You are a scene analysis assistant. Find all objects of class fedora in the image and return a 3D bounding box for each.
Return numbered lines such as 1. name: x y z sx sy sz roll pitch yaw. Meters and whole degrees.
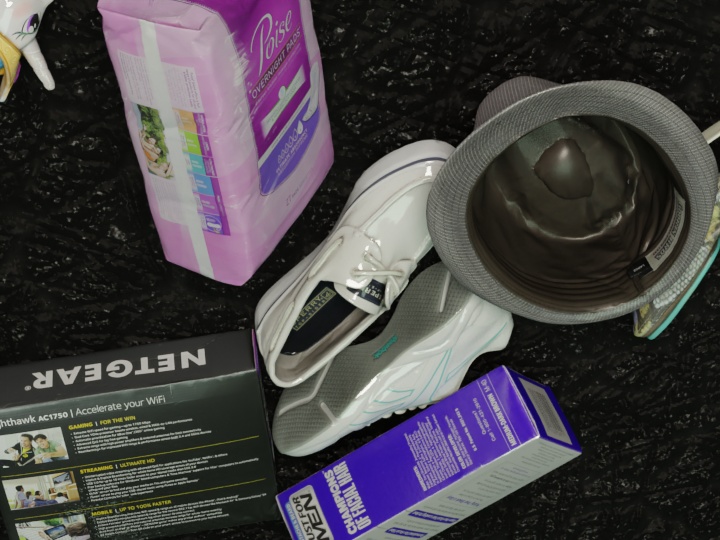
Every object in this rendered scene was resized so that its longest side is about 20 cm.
1. fedora: 0.129 -0.059 0.948 0.177 0.090 0.200 -41 124 21

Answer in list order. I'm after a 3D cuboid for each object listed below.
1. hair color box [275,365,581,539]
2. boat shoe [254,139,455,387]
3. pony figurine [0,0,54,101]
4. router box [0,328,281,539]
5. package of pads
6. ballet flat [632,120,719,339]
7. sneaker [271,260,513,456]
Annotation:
1. hair color box: 0.051 0.149 1.088 0.200 0.065 0.109 -33 156 14
2. boat shoe: 0.000 0.000 0.986 0.072 0.066 0.200 34 115 -31
3. pony figurine: -0.194 -0.201 0.754 0.193 0.167 0.200 27 103 -38
4. router box: -0.163 0.126 1.064 0.199 0.051 0.150 -8 127 -4
5. package of pads: -0.075 -0.102 0.841 0.075 0.121 0.200 14 141 19
6. ballet flat: 0.229 -0.043 1.006 0.072 0.072 0.201 21 121 -25
7. sneaker: 0.024 0.078 1.051 0.200 0.071 0.080 -36 132 19
